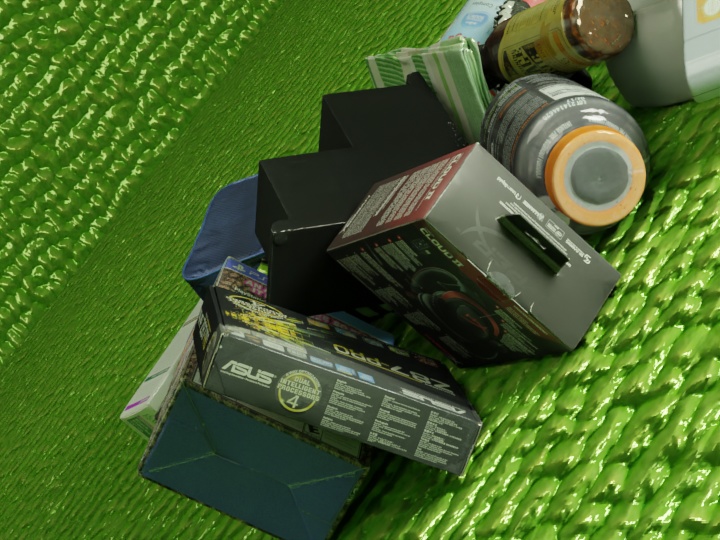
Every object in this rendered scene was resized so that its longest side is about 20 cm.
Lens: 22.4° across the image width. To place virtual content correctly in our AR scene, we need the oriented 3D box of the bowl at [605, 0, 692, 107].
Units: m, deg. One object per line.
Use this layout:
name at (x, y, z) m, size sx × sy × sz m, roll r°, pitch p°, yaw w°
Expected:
bowl at (0.282, -0.232, 1.466) m, size 0.200 × 0.075 × 0.200 m, roll -52°, pitch 13°, yaw -11°

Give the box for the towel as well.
towel at (0.074, -0.132, 1.627) m, size 0.023 × 0.153 × 0.200 m, roll -24°, pitch 12°, yaw -21°

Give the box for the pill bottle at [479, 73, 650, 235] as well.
pill bottle at (0.159, -0.088, 1.395) m, size 0.106 × 0.106 × 0.200 m, roll -48°, pitch 14°, yaw 5°

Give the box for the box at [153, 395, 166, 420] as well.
box at (-0.114, 0.104, 1.793) m, size 0.200 × 0.075 × 0.050 m, roll -42°, pitch 16°, yaw 32°

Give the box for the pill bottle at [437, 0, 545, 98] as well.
pill bottle at (0.117, -0.189, 1.779) m, size 0.201 × 0.109 × 0.109 m, roll -56°, pitch 16°, yaw -22°

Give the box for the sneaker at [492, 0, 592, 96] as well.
sneaker at (0.165, -0.180, 1.658) m, size 0.201 × 0.090 × 0.067 m, roll -86°, pitch -3°, yaw -50°

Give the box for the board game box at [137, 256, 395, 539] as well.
board game box at (-0.071, 0.104, 1.449) m, size 0.097 × 0.159 × 0.200 m, roll -61°, pitch 7°, yaw 28°

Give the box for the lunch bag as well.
lunch bag at (-0.084, -0.011, 1.872) m, size 0.135 × 0.133 × 0.201 m, roll -18°, pitch 30°, yaw 25°

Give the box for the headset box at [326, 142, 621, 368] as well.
headset box at (0.084, -0.007, 1.327) m, size 0.075 × 0.148 × 0.200 m, roll -54°, pitch 14°, yaw -20°

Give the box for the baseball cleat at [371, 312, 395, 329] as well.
baseball cleat at (0.000, 0.000, 1.650) m, size 0.200 × 0.106 × 0.070 m, roll -54°, pitch 2°, yaw -37°

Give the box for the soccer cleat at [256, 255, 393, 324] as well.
soccer cleat at (0.002, 0.017, 1.563) m, size 0.198 × 0.081 × 0.068 m, roll -8°, pitch 37°, yaw -6°

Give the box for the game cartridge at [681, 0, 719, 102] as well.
game cartridge at (0.297, -0.215, 1.308) m, size 0.133 × 0.042 × 0.201 m, roll -23°, pitch 41°, yaw 29°

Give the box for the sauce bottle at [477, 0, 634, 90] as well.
sauce bottle at (0.148, -0.187, 1.513) m, size 0.066 × 0.066 × 0.200 m, roll -55°, pitch 16°, yaw -22°

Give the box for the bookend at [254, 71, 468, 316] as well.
bookend at (-0.010, -0.066, 1.515) m, size 0.199 × 0.199 × 0.093 m, roll -120°, pitch 27°, yaw -47°

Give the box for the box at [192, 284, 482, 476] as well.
box at (-0.022, 0.078, 1.326) m, size 0.161 × 0.199 × 0.049 m, roll -114°, pitch 45°, yaw -75°

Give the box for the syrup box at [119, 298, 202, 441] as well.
syrup box at (-0.165, 0.100, 1.943) m, size 0.081 × 0.079 × 0.201 m, roll -25°, pitch 29°, yaw 58°
